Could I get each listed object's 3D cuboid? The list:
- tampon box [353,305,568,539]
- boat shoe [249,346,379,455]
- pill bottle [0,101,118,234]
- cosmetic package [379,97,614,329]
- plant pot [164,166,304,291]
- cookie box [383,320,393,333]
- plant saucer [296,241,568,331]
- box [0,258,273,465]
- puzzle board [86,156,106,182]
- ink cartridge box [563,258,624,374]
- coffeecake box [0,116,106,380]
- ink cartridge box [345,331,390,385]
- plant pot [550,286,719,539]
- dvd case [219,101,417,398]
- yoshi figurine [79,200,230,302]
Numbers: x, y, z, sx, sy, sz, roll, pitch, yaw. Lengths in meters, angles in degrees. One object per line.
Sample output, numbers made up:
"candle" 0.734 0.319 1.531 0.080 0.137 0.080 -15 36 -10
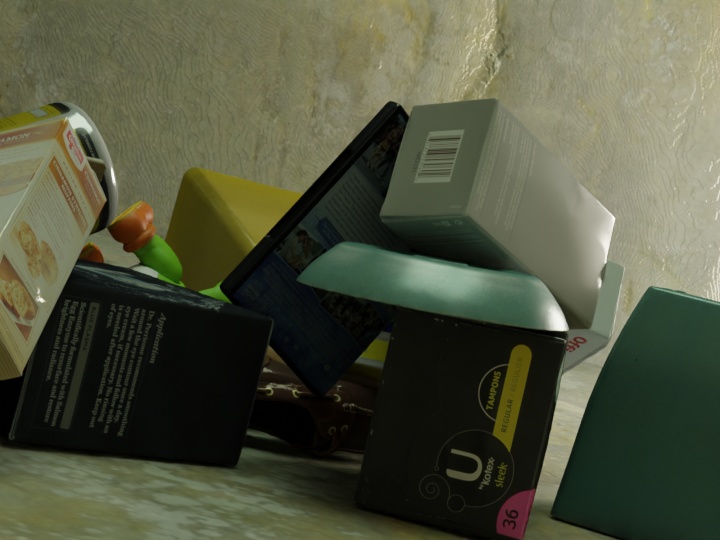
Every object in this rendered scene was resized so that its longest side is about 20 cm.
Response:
"tampon box" 0.082 0.106 1.299 0.126 0.150 0.200 12 2 7
"boat shoe" -0.043 0.118 1.406 0.200 0.070 0.070 19 38 -19
"pill bottle" -0.303 -0.056 1.369 0.200 0.112 0.112 -21 21 -28
"cosmetic package" 0.113 -0.040 1.351 0.090 0.107 0.200 -1 -29 36
"plant pot" -0.086 0.033 1.713 0.200 0.200 0.176 13 12 -23
"cookie box" 0.041 0.064 1.558 0.171 0.075 0.200 32 -30 -34
"plant saucer" 0.055 0.008 1.244 0.200 0.036 0.200 10 2 0
"box" -0.207 0.055 1.259 0.200 0.117 0.197 13 2 -43
"puzzle board" -0.295 -0.010 1.312 0.151 0.200 0.017 12 21 -42
"ink cartridge box" 0.121 0.017 1.601 0.200 0.083 0.146 24 -28 -13
"coffeecake box" -0.269 -0.007 1.111 0.153 0.073 0.200 -11 32 17
"ink cartridge box" 0.050 0.109 1.503 0.200 0.047 0.198 15 -22 0
"plant pot" 0.261 0.119 1.413 0.141 0.200 0.141 15 3 21
"dvd case" -0.004 -0.015 1.344 0.018 0.200 0.143 29 -17 50
"yoshi figurine" -0.157 0.042 1.470 0.200 0.112 0.112 51 -43 -8
